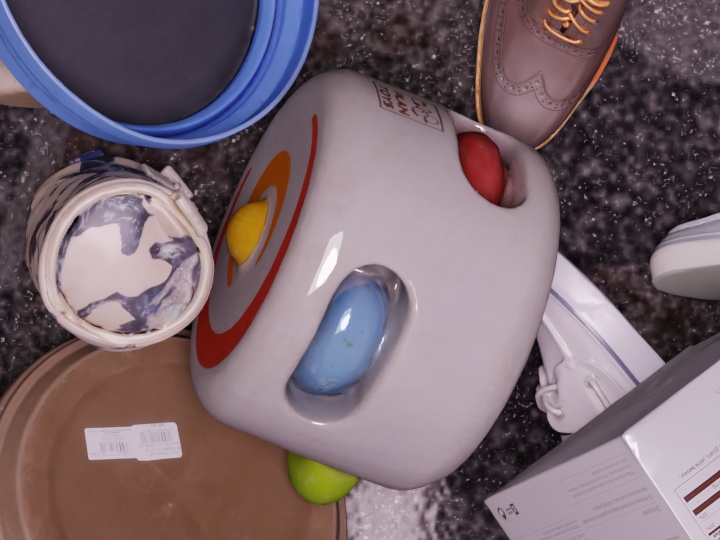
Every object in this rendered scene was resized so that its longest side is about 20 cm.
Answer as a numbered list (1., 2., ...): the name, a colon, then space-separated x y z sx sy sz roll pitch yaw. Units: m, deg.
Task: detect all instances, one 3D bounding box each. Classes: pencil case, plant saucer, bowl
1. pencil case: -0.117 -0.013 1.310 0.078 0.200 0.090 43 88 -11
2. plant saucer: -0.095 0.117 1.351 0.199 0.029 0.201 10 64 -20
3. bowl: -0.109 -0.157 1.340 0.200 0.039 0.202 10 74 -37

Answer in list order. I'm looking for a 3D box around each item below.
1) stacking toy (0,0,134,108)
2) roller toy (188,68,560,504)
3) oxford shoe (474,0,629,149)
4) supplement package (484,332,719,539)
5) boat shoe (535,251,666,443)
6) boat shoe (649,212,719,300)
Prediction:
1. stacking toy: -0.156 -0.187 1.381 0.085 0.085 0.201 -2 86 2
2. roller toy: 0.000 0.000 1.311 0.139 0.182 0.201 22 68 -16
3. oxford shoe: 0.103 -0.142 1.348 0.071 0.073 0.201 19 116 -1
4. supplement package: 0.193 0.134 1.236 0.147 0.191 0.201 -34 88 -20
5. boat shoe: 0.123 0.063 1.374 0.065 0.074 0.200 -41 88 -2
6. boat shoe: 0.243 -0.033 1.378 0.199 0.070 0.072 -10 71 3
